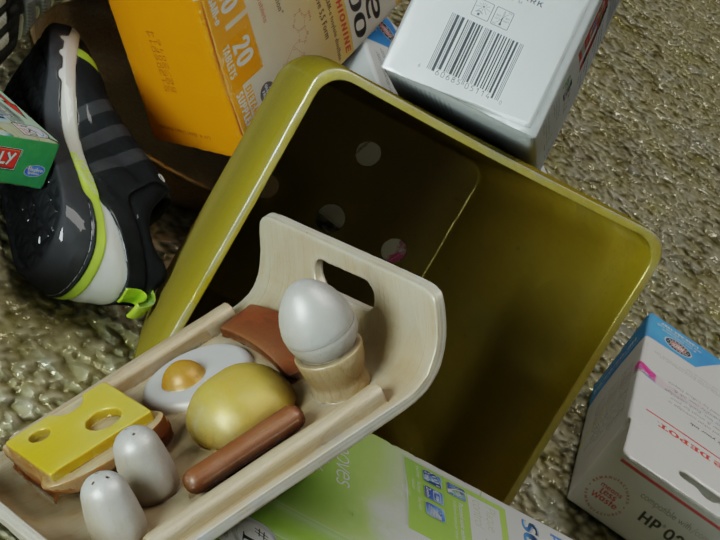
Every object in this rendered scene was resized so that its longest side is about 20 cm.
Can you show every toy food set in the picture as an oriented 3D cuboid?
[{"bbox_3d":[-0.079,0.047,0.959,0.200,0.061,0.143,-32,31,-23],"label":"toy food set"}]

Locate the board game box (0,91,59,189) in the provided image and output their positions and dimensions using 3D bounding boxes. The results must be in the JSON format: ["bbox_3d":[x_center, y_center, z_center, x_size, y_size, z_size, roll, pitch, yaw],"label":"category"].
[{"bbox_3d":[-0.260,-0.107,1.154,0.134,0.029,0.200,8,24,-48],"label":"board game box"}]

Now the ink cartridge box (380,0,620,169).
[{"bbox_3d":[0.090,-0.151,1.154,0.084,0.176,0.200,25,-1,6],"label":"ink cartridge box"}]

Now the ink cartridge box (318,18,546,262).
[{"bbox_3d":[0.037,-0.062,1.385,0.200,0.085,0.145,40,20,-33],"label":"ink cartridge box"}]

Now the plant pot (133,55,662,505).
[{"bbox_3d":[0.000,0.000,1.171,0.200,0.200,0.176,26,12,-21],"label":"plant pot"}]

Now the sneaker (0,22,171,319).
[{"bbox_3d":[-0.144,-0.047,1.206,0.083,0.072,0.200,22,37,-31],"label":"sneaker"}]

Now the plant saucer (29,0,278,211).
[{"bbox_3d":[-0.116,-0.092,1.354,0.200,0.035,0.200,29,24,-14],"label":"plant saucer"}]

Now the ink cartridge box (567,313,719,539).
[{"bbox_3d":[0.190,0.117,1.336,0.115,0.068,0.200,34,24,-2],"label":"ink cartridge box"}]

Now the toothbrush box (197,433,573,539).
[{"bbox_3d":[-0.002,0.147,1.013,0.200,0.086,0.146,30,25,-15],"label":"toothbrush box"}]

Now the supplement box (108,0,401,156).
[{"bbox_3d":[-0.048,-0.173,1.279,0.073,0.126,0.200,14,47,33],"label":"supplement box"}]

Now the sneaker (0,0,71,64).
[{"bbox_3d":[-0.204,-0.178,1.207,0.115,0.075,0.200,20,37,18],"label":"sneaker"}]
